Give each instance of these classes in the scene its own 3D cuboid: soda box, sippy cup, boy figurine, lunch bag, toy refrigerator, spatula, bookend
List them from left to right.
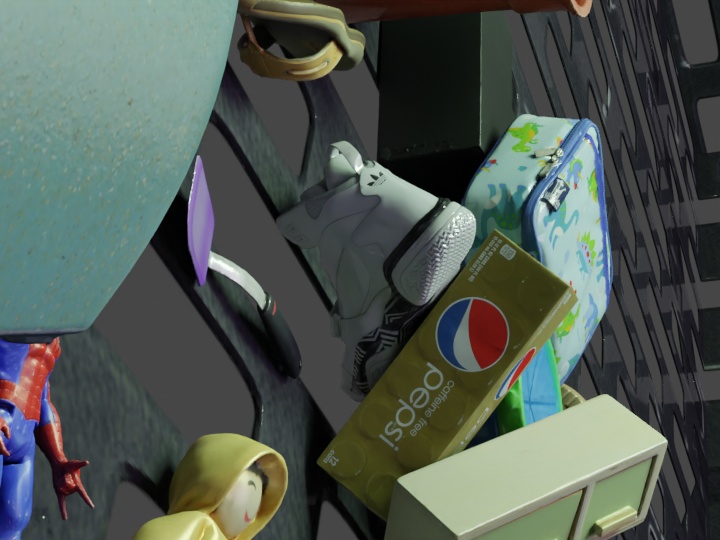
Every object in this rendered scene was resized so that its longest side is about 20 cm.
[{"bbox_3d":[-0.082,0.176,0.729,0.125,0.064,0.201,61,32,-42],"label":"boy figurine"},{"bbox_3d":[-0.070,0.012,0.877,0.200,0.020,0.057,60,28,-50],"label":"spatula"},{"bbox_3d":[0.061,0.075,0.982,0.200,0.068,0.064,-53,164,1],"label":"soda box"},{"bbox_3d":[0.077,0.105,1.100,0.140,0.129,0.179,31,55,-66],"label":"sippy cup"},{"bbox_3d":[0.092,-0.137,1.279,0.199,0.092,0.201,51,37,-56],"label":"bookend"},{"bbox_3d":[0.115,0.158,0.976,0.199,0.070,0.076,-16,129,-36],"label":"toy refrigerator"},{"bbox_3d":[0.149,-0.018,1.181,0.161,0.082,0.201,-51,141,-44],"label":"lunch bag"}]

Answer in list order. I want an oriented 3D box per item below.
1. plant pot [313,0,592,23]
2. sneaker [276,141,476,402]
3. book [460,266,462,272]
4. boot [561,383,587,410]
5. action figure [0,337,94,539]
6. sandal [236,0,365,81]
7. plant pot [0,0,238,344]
[{"bbox_3d":[0.059,-0.274,1.079,0.201,0.194,0.202,-7,90,-70],"label":"plant pot"},{"bbox_3d":[0.000,0.000,0.990,0.075,0.115,0.200,-41,164,-39],"label":"sneaker"},{"bbox_3d":[0.103,0.035,1.247,0.200,0.048,0.134,31,53,-43],"label":"book"},{"bbox_3d":[0.184,0.154,1.374,0.200,0.072,0.166,55,-1,31],"label":"boot"},{"bbox_3d":[-0.148,0.076,0.600,0.065,0.051,0.201,48,37,-53],"label":"action figure"},{"bbox_3d":[-0.048,-0.148,0.938,0.200,0.080,0.054,14,92,-74],"label":"sandal"},{"bbox_3d":[-0.152,-0.079,0.439,0.196,0.194,0.202,2,89,-70],"label":"plant pot"}]
